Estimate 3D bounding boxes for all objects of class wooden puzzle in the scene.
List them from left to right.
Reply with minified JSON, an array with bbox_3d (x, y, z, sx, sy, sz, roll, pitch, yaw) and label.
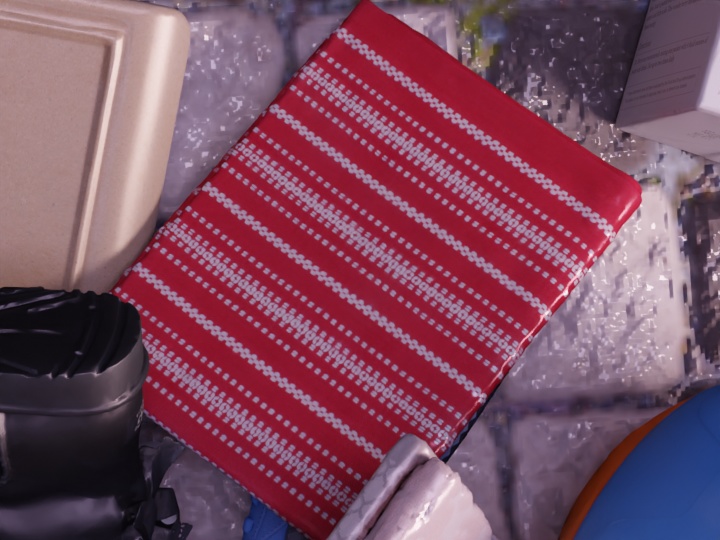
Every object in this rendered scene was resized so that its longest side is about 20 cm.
[{"bbox_3d":[-0.177,-0.028,1.058,0.199,0.037,0.186,9,103,-15],"label":"wooden puzzle"}]

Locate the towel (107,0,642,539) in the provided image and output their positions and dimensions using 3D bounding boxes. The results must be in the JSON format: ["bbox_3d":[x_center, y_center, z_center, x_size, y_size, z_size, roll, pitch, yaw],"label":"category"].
[{"bbox_3d":[0.000,0.000,1.072,0.144,0.023,0.200,36,71,13],"label":"towel"}]

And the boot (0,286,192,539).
[{"bbox_3d":[-0.159,0.082,1.034,0.197,0.073,0.163,5,126,9],"label":"boot"}]

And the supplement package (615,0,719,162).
[{"bbox_3d":[0.198,-0.138,1.102,0.119,0.121,0.201,17,87,-10],"label":"supplement package"}]

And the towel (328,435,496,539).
[{"bbox_3d":[-0.015,0.168,1.024,0.032,0.200,0.191,37,79,25],"label":"towel"}]

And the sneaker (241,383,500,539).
[{"bbox_3d":[-0.019,0.088,1.090,0.078,0.066,0.200,34,82,3],"label":"sneaker"}]

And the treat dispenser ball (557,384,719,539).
[{"bbox_3d":[0.170,0.139,1.052,0.200,0.201,0.202,0,89,-11],"label":"treat dispenser ball"}]
